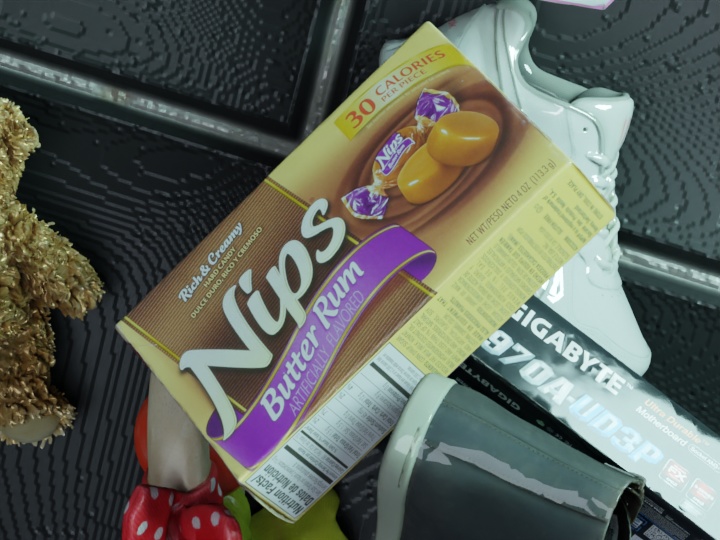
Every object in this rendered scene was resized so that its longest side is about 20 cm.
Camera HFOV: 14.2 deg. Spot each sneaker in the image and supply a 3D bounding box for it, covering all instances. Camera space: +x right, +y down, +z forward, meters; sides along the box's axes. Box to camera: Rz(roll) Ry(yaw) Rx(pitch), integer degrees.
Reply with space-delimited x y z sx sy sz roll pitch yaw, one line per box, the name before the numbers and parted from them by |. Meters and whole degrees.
sneaker | 0.067 0.119 1.289 0.106 0.200 0.075 25 74 13
sneaker | 0.093 -0.038 1.355 0.099 0.078 0.200 -29 97 16

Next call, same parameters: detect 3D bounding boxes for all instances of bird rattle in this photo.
bird rattle | -0.084 0.104 1.384 0.113 0.200 0.163 -7 79 15

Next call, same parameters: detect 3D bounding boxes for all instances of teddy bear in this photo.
teddy bear | -0.199 0.000 1.451 0.145 0.067 0.200 -14 108 27

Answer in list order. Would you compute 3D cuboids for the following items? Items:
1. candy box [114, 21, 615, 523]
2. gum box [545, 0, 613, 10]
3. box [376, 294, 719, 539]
candy box | 0.000 0.000 1.281 0.200 0.056 0.117 -43 52 2
gum box | 0.119 -0.212 1.253 0.200 0.066 0.114 -42 56 38
box | 0.112 0.101 1.351 0.200 0.159 0.046 37 66 3
